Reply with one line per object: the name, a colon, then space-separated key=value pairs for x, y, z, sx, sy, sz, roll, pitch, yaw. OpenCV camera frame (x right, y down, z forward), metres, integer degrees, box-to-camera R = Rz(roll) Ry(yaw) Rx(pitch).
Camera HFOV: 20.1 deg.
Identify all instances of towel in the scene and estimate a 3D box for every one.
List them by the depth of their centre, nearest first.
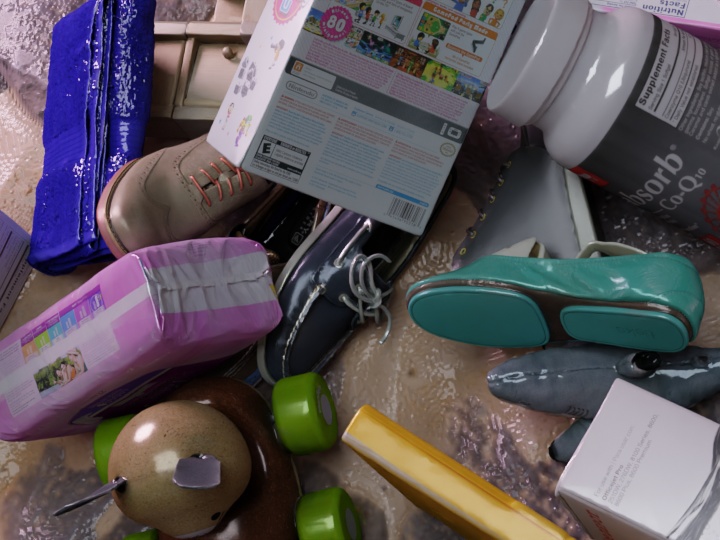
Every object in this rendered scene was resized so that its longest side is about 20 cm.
towel: x=-0.203 y=-0.101 z=1.489 sx=0.147 sy=0.049 sz=0.201 roll=-13 pitch=70 yaw=57

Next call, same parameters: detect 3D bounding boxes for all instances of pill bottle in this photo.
pill bottle: x=0.191 y=-0.102 z=1.330 sx=0.199 sy=0.116 sz=0.116 roll=26 pitch=78 yaw=-10

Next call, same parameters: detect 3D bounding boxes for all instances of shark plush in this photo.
shark plush: x=0.187 y=0.077 z=1.328 sx=0.199 sy=0.083 sz=0.091 roll=4 pitch=71 yaw=19

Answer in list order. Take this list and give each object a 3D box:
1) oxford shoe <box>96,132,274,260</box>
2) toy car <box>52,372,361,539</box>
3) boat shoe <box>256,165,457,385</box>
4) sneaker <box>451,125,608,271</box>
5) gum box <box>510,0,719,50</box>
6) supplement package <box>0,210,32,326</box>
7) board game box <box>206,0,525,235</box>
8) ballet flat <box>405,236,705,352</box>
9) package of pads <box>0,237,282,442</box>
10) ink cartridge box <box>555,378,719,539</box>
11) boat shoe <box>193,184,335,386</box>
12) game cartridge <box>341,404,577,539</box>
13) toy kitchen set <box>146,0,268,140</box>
oxford shoe: x=-0.111 y=-0.064 z=1.417 sx=0.075 sy=0.200 sz=0.071 roll=-24 pitch=101 yaw=34
toy car: x=-0.111 y=0.147 z=1.322 sx=0.164 sy=0.200 sz=0.158 roll=-14 pitch=83 yaw=14
boat shoe: x=0.000 y=0.000 z=1.428 sx=0.062 sy=0.075 sz=0.200 roll=22 pitch=69 yaw=35
sneaker: x=0.105 y=-0.052 z=1.409 sx=0.106 sy=0.075 sz=0.201 roll=-17 pitch=67 yaw=12
gum box: x=0.193 y=-0.181 z=1.407 sx=0.199 sy=0.114 sz=0.066 roll=12 pitch=74 yaw=22
supplement package: x=-0.337 y=-0.023 z=1.473 sx=0.113 sy=0.200 sz=0.110 roll=21 pitch=77 yaw=25
board game box: x=0.009 y=-0.143 z=1.333 sx=0.201 sy=0.147 sz=0.064 roll=-65 pitch=31 yaw=8
ballet flat: x=0.130 y=0.013 z=1.328 sx=0.199 sy=0.067 sz=0.071 roll=3 pitch=49 yaw=24
package of pads: x=-0.158 y=0.048 z=1.387 sx=0.200 sy=0.120 sz=0.076 roll=-32 pitch=71 yaw=39
ink cartridge box: x=0.235 y=0.159 z=1.247 sx=0.199 sy=0.145 sz=0.084 roll=25 pitch=78 yaw=24
boat shoe: x=-0.074 y=0.000 z=1.449 sx=0.072 sy=0.072 sz=0.200 roll=26 pitch=80 yaw=25
game cartridge: x=0.096 y=0.165 z=1.273 sx=0.200 sy=0.176 sz=0.033 roll=29 pitch=81 yaw=25
toy kitchen set: x=-0.098 y=-0.202 z=1.475 sx=0.199 sy=0.180 sz=0.164 roll=3 pitch=70 yaw=20
